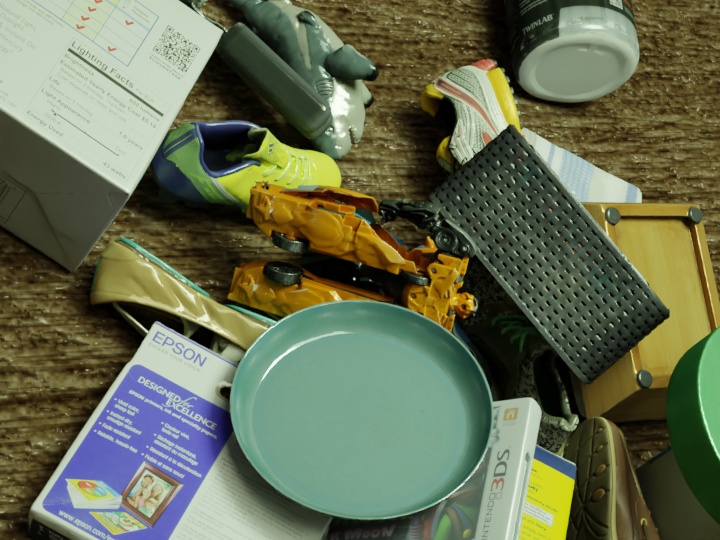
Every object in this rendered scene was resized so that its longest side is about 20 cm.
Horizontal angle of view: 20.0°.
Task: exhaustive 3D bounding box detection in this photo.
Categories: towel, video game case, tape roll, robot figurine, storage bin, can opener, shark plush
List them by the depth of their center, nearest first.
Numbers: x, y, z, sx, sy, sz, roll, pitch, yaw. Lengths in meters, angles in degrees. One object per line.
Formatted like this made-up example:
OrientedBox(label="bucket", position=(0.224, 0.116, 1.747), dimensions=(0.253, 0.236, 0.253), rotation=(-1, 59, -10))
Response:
OrientedBox(label="video game case", position=(0.031, 0.184, 1.540), dimensions=(0.023, 0.199, 0.183), rotation=(54, 38, -39))
OrientedBox(label="robot figurine", position=(0.000, 0.000, 1.635), dimensions=(0.199, 0.146, 0.058), rotation=(16, 17, 8))
OrientedBox(label="tape roll", position=(0.343, 0.134, 1.661), dimensions=(0.199, 0.048, 0.202), rotation=(16, 54, -23))
OrientedBox(label="storage bin", position=(0.158, -0.012, 1.684), dimensions=(0.200, 0.094, 0.135), rotation=(50, 5, 8))
OrientedBox(label="can opener", position=(-0.110, -0.181, 1.754), dimensions=(0.200, 0.053, 0.067), rotation=(39, 85, 7))
OrientedBox(label="shark plush", position=(-0.063, -0.191, 1.788), dimensions=(0.083, 0.091, 0.200), rotation=(-41, 95, -11))
OrientedBox(label="towel", position=(0.173, -0.063, 1.886), dimensions=(0.199, 0.024, 0.148), rotation=(27, 50, -16))

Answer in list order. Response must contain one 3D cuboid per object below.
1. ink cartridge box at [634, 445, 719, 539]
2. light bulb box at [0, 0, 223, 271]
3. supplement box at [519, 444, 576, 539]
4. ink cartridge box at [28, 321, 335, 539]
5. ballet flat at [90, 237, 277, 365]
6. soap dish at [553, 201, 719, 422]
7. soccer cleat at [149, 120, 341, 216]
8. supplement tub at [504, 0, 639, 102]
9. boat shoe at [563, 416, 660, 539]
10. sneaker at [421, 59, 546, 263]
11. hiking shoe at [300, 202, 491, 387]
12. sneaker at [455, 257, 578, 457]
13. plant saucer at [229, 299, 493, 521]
OrientedBox(label="ink cartridge box", position=(0.347, 0.209, 1.747), dimensions=(0.199, 0.147, 0.145), rotation=(-8, 67, -35))
OrientedBox(label="light bulb box", position=(-0.244, -0.147, 1.601), dimensions=(0.198, 0.125, 0.201), rotation=(34, 48, -10))
OrientedBox(label="supplement box", position=(0.084, 0.233, 1.588), dimensions=(0.109, 0.109, 0.201), rotation=(27, 51, -16))
OrientedBox(label="ink cartridge box", position=(-0.116, 0.160, 1.521), dimensions=(0.197, 0.043, 0.201), rotation=(28, 52, 3))
OrientedBox(label="ballet flat", position=(-0.124, 0.046, 1.613), dimensions=(0.199, 0.069, 0.063), rotation=(29, 78, -12))
OrientedBox(label="soap dish", position=(0.250, 0.031, 1.812), dimensions=(0.156, 0.081, 0.202), rotation=(0, 75, -38))
OrientedBox(label="soccer cleat", position=(-0.082, -0.086, 1.687), dimensions=(0.199, 0.084, 0.065), rotation=(3, 57, -43))
OrientedBox(label="supplement tub", position=(0.197, -0.274, 1.965), dimensions=(0.122, 0.123, 0.201), rotation=(13, 57, -26))
OrientedBox(label="boat shoe", position=(0.213, 0.223, 1.708), dimensions=(0.067, 0.072, 0.202), rotation=(12, 63, -33))
OrientedBox(label="sneaker", position=(0.110, -0.088, 1.811), dimensions=(0.082, 0.078, 0.201), rotation=(-14, 66, -15))
OrientedBox(label="hiking shoe", position=(0.045, 0.024, 1.716), dimensions=(0.200, 0.074, 0.087), rotation=(46, 43, -4))
OrientedBox(label="sneaker", position=(0.140, 0.071, 1.738), dimensions=(0.076, 0.089, 0.201), rotation=(-7, 66, -35))
OrientedBox(label="plant saucer", position=(0.000, 0.108, 1.537), dimensions=(0.198, 0.028, 0.201), rotation=(3, 51, -4))
